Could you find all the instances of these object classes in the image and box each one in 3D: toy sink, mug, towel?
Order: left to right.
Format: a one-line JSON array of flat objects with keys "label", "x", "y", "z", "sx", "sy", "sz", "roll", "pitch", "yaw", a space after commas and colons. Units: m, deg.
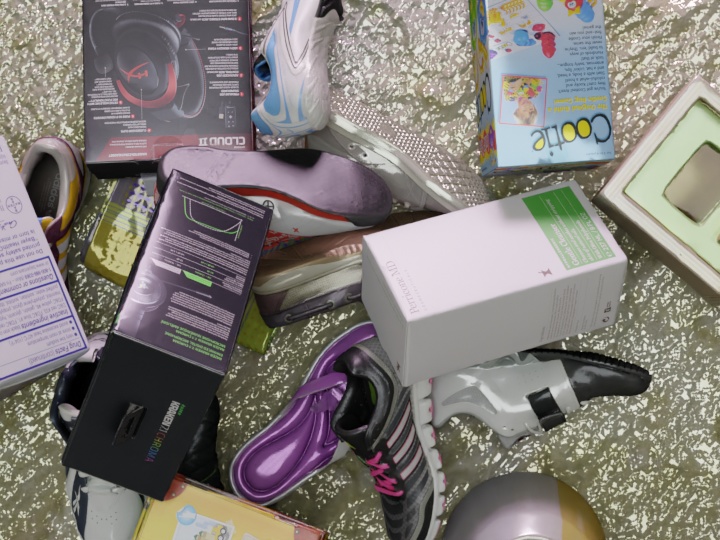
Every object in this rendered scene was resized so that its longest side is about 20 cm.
[{"label": "towel", "x": -0.143, "y": -0.028, "z": 1.378, "sx": 0.198, "sy": 0.023, "sz": 0.145, "roll": 27, "pitch": 90, "yaw": 4}, {"label": "mug", "x": 0.156, "y": 0.244, "z": 1.289, "sx": 0.185, "sy": 0.153, "sz": 0.151, "roll": -26, "pitch": 87, "yaw": 2}, {"label": "toy sink", "x": 0.314, "y": -0.048, "z": 1.304, "sx": 0.200, "sy": 0.112, "sz": 0.131, "roll": 41, "pitch": 92, "yaw": 3}]

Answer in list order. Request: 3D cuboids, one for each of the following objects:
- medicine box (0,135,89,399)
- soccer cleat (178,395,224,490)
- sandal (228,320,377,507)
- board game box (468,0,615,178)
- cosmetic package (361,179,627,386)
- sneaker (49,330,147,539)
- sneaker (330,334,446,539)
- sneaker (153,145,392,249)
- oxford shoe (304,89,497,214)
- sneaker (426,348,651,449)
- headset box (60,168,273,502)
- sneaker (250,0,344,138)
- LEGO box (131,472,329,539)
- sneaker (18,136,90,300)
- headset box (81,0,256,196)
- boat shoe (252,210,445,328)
[{"label": "medicine box", "x": -0.346, "y": 0.017, "z": 1.305, "sx": 0.181, "sy": 0.102, "sz": 0.202, "roll": -26, "pitch": 86, "yaw": 47}, {"label": "soccer cleat", "x": -0.143, "y": 0.206, "z": 1.358, "sx": 0.080, "sy": 0.068, "sz": 0.203, "roll": 14, "pitch": 96, "yaw": -6}, {"label": "sandal", "x": -0.035, "y": 0.133, "z": 1.354, "sx": 0.082, "sy": 0.050, "sz": 0.203, "roll": 41, "pitch": 91, "yaw": 3}, {"label": "board game box", "x": 0.151, "y": -0.187, "z": 1.318, "sx": 0.103, "sy": 0.103, "sz": 0.203, "roll": -4, "pitch": 88, "yaw": -4}, {"label": "cosmetic package", "x": 0.108, "y": 0.009, "z": 1.284, "sx": 0.197, "sy": 0.085, "sz": 0.108, "roll": -15, "pitch": 49, "yaw": -17}, {"label": "sneaker", "x": -0.228, "y": 0.154, "z": 1.327, "sx": 0.078, "sy": 0.130, "sz": 0.202, "roll": 6, "pitch": 89, "yaw": 5}, {"label": "sneaker", "x": 0.017, "y": 0.148, "z": 1.316, "sx": 0.086, "sy": 0.073, "sz": 0.203, "roll": -11, "pitch": 101, "yaw": -31}, {"label": "sneaker", "x": -0.077, "y": -0.047, "z": 1.310, "sx": 0.198, "sy": 0.108, "sz": 0.068, "roll": 6, "pitch": 53, "yaw": -7}, {"label": "oxford shoe", "x": 0.035, "y": -0.087, "z": 1.350, "sx": 0.198, "sy": 0.075, "sz": 0.058, "roll": 30, "pitch": 117, "yaw": 0}, {"label": "sneaker", "x": 0.152, "y": 0.111, "z": 1.335, "sx": 0.197, "sy": 0.074, "sz": 0.090, "roll": 2, "pitch": 89, "yaw": 14}, {"label": "headset box", "x": -0.154, "y": 0.057, "z": 1.221, "sx": 0.092, "sy": 0.201, "sz": 0.175, "roll": 21, "pitch": 134, "yaw": -9}, {"label": "sneaker", "x": -0.055, "y": -0.203, "z": 1.323, "sx": 0.071, "sy": 0.072, "sz": 0.202, "roll": -3, "pitch": 58, "yaw": 14}, {"label": "LEGO box", "x": -0.128, "y": 0.284, "z": 1.260, "sx": 0.147, "sy": 0.077, "sz": 0.202, "roll": 20, "pitch": 81, "yaw": 6}, {"label": "sneaker", "x": -0.290, "y": -0.018, "z": 1.353, "sx": 0.074, "sy": 0.090, "sz": 0.203, "roll": 8, "pitch": 89, "yaw": 4}, {"label": "headset box", "x": -0.165, "y": -0.166, "z": 1.341, "sx": 0.146, "sy": 0.075, "sz": 0.203, "roll": -3, "pitch": 82, "yaw": -1}, {"label": "boat shoe", "x": 0.000, "y": 0.000, "z": 1.349, "sx": 0.197, "sy": 0.072, "sz": 0.066, "roll": -16, "pitch": 115, "yaw": -10}]
